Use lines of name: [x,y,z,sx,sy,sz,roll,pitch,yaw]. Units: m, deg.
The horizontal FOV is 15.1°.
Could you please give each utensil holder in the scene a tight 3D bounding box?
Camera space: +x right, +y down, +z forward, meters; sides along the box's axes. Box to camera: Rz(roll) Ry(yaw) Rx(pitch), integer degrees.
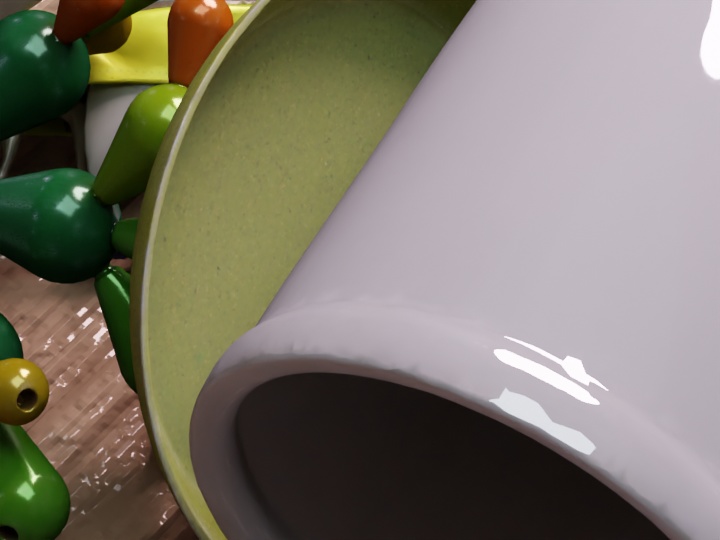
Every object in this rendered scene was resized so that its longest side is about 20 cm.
utensil holder: [0.073,0.006,0.726,0.169,0.170,0.200,26,59,9]

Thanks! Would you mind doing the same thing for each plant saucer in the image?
plant saucer: [0.000,0.000,0.795,0.031,0.201,0.200,11,38,43]

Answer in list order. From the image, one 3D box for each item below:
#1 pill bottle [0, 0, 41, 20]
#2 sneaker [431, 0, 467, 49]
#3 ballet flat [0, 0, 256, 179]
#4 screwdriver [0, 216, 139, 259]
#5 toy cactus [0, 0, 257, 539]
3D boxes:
pill bottle: [-0.163,-0.177,0.849,0.113,0.114,0.201,-16,59,-24]
sneaker: [0.021,-0.094,0.861,0.076,0.201,0.081,14,17,26]
ballet flat: [-0.106,-0.054,0.886,0.199,0.067,0.067,-1,72,-10]
screwdriver: [-0.104,-0.004,0.863,0.199,0.028,0.029,-9,83,-17]
toy cactus: [-0.106,-0.019,0.818,0.164,0.102,0.201,8,84,13]
